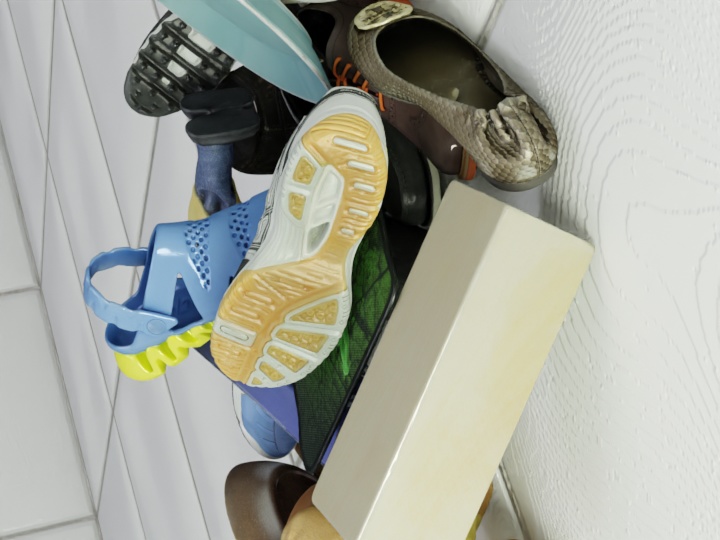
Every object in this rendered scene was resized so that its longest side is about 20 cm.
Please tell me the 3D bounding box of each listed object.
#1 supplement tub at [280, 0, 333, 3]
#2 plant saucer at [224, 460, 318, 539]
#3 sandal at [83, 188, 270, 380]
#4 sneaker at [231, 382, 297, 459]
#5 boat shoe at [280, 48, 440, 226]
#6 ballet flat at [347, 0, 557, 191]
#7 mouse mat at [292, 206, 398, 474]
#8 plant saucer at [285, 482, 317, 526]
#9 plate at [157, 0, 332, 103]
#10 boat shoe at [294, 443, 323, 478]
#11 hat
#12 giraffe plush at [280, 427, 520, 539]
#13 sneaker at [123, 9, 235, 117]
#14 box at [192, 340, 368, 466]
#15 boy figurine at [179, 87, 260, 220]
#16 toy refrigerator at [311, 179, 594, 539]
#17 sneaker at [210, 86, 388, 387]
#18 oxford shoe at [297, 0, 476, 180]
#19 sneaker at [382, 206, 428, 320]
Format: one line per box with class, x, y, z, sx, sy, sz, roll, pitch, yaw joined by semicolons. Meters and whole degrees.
supplement tub;-0.055;-0.248;1.039;0.200;0.143;0.147;-157;58;-68
plant saucer;-0.026;0.222;1.217;0.200;0.032;0.201;45;-164;-16
sandal;-0.106;-0.002;1.041;0.087;0.199;0.080;43;-156;-35
sneaker;-0.042;0.061;1.225;0.077;0.075;0.202;41;120;48
boat shoe;-0.001;-0.092;1.102;0.202;0.062;0.074;-123;31;-46
ballet flat;0.049;-0.114;0.917;0.200;0.067;0.047;52;166;46
mouse mat;-0.019;0.008;1.007;0.201;0.007;0.162;-101;28;-51
plant saucer;0.007;0.246;1.130;0.032;0.200;0.203;-16;83;28
plate;-0.091;-0.173;1.002;0.199;0.026;0.200;35;176;3
boat shoe;-0.038;0.082;1.318;0.202;0.071;0.064;68;-165;9
hat;-0.075;-0.123;1.273;0.200;0.080;0.203;168;90;-73
giraffe plush;0.054;0.206;0.980;0.161;0.172;0.202;21;95;42
sneaker;-0.114;-0.205;1.254;0.201;0.066;0.091;-51;16;7
box;-0.039;0.075;1.111;0.199;0.121;0.033;37;108;30
boy figurine;-0.102;-0.033;1.220;0.125;0.064;0.202;-112;15;-57
toy refrigerator;0.052;0.060;0.880;0.202;0.069;0.076;-66;24;3
sneaker;-0.030;-0.019;0.961;0.088;0.075;0.201;-83;18;-58
oxford shoe;0.017;-0.117;1.009;0.200;0.072;0.072;-122;28;-49
sneaker;0.000;0.000;1.099;0.200;0.079;0.087;-116;40;-68
